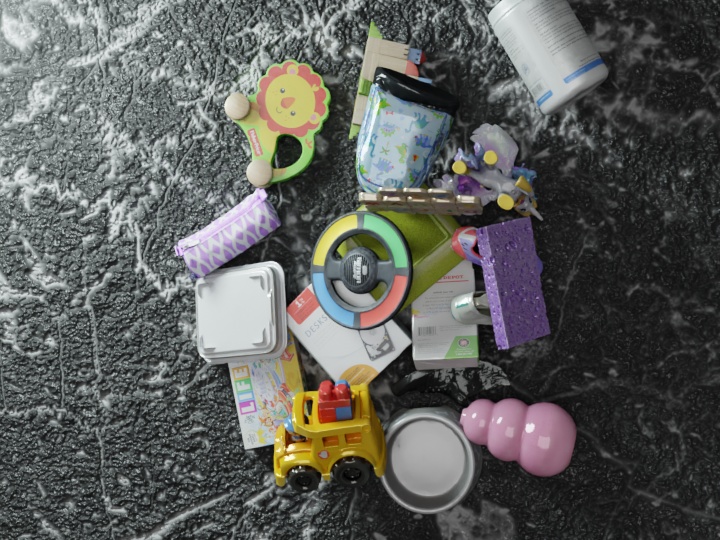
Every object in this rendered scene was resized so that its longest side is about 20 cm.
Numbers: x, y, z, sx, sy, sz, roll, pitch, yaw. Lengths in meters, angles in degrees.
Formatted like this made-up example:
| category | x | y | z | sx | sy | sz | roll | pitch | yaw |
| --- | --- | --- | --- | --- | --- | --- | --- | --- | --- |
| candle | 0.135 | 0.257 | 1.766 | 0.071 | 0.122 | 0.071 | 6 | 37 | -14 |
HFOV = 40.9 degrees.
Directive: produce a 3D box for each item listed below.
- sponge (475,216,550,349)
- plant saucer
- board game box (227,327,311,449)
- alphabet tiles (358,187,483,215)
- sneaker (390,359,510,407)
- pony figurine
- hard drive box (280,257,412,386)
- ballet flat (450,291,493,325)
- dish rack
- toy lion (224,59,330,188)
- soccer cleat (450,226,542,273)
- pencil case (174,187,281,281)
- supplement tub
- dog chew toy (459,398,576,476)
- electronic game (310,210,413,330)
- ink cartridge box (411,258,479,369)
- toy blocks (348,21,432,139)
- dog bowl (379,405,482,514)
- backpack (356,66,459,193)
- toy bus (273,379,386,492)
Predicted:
| category | x | y | z | sx | sy | sz | roll | pitch | yaw |
| --- | --- | --- | --- | --- | --- | --- | --- | --- | --- |
| sponge | 0.254 | 0.020 | 1.598 | 0.030 | 0.110 | 0.204 | -10 | 91 | 52 |
| plant saucer | 0.068 | -0.058 | 1.687 | 0.199 | 0.048 | 0.201 | -38 | 70 | -3 |
| board game box | -0.166 | 0.216 | 1.778 | 0.132 | 0.034 | 0.204 | -12 | 90 | 9 |
| alphabet tiles | 0.099 | -0.108 | 1.569 | 0.196 | 0.196 | 0.015 | 2 | 84 | 10 |
| sneaker | 0.159 | 0.203 | 1.716 | 0.198 | 0.060 | 0.105 | -30 | 82 | 5 |
| pony figurine | 0.224 | -0.155 | 1.649 | 0.192 | 0.200 | 0.168 | 39 | 98 | 20 |
| hard drive box | -0.023 | 0.103 | 1.733 | 0.156 | 0.077 | 0.200 | -44 | 85 | 7 |
| ballet flat | 0.244 | 0.060 | 1.643 | 0.197 | 0.069 | 0.071 | -1 | 92 | -34 |
| dish rack | -0.224 | 0.076 | 1.737 | 0.197 | 0.043 | 0.175 | -8 | 81 | 30 |
| toy lion | -0.138 | -0.271 | 1.755 | 0.188 | 0.069 | 0.204 | -19 | 89 | 1 |
| soccer cleat | 0.244 | -0.023 | 1.653 | 0.197 | 0.076 | 0.068 | 22 | 87 | -27 |
| pencil case | -0.241 | -0.069 | 1.751 | 0.198 | 0.086 | 0.084 | -34 | 52 | 0 |
| supplement tub | 0.320 | -0.381 | 1.644 | 0.131 | 0.132 | 0.202 | -30 | 87 | 8 |
| dog chew toy | 0.270 | 0.278 | 1.670 | 0.196 | 0.124 | 0.127 | 15 | 93 | 9 |
| electronic game | 0.000 | 0.000 | 1.642 | 0.197 | 0.041 | 0.204 | -1 | 87 | 29 |
| ink cartridge box | 0.148 | 0.066 | 1.694 | 0.115 | 0.067 | 0.204 | -3 | 70 | 9 |
| toy blocks | 0.064 | -0.321 | 1.712 | 0.134 | 0.100 | 0.204 | 10 | 93 | -4 |
| dog bowl | 0.119 | 0.340 | 1.727 | 0.196 | 0.059 | 0.205 | 0 | 92 | 8 |
| backpack | 0.064 | -0.216 | 1.631 | 0.161 | 0.154 | 0.203 | 22 | 113 | -5 |
| toy bus | -0.063 | 0.264 | 1.642 | 0.196 | 0.137 | 0.194 | -8 | 129 | 4 |
